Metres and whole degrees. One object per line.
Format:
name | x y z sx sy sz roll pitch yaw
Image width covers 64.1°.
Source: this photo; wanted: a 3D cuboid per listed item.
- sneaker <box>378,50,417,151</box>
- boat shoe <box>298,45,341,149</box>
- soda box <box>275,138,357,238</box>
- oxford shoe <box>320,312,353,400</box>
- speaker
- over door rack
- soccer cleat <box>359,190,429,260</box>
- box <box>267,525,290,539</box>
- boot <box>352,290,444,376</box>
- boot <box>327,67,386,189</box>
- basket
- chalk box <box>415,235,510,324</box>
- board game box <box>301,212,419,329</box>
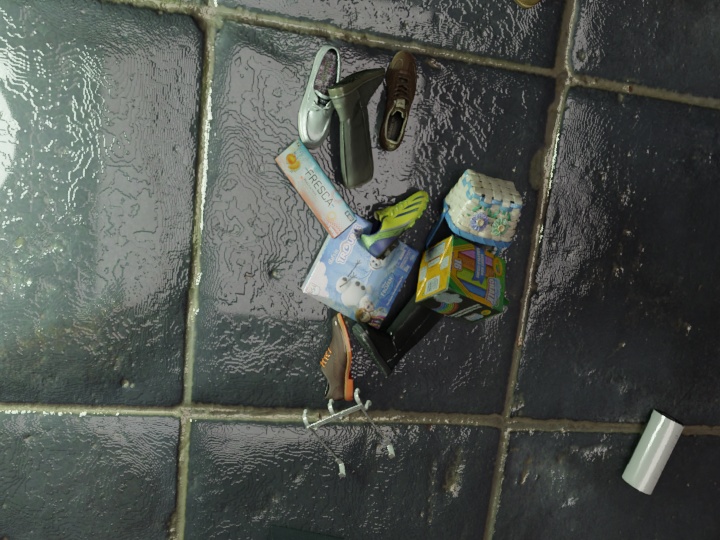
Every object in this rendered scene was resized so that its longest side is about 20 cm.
sneaker | 0.085 -0.350 1.191 0.068 0.076 0.207 7 100 -13
boat shoe | -0.081 -0.350 1.158 0.068 0.072 0.208 10 99 -13
soda box | -0.089 -0.165 1.176 0.068 0.064 0.202 -36 93 2
oxford shoe | -0.056 0.197 1.277 0.070 0.071 0.208 -4 103 -7
speaker | 0.761 0.473 1.497 0.079 0.081 0.206 20 97 -15
over door rack | -0.027 0.364 1.307 0.144 0.067 0.203 -23 118 11
soccer cleat | 0.075 -0.112 1.218 0.084 0.065 0.201 42 65 -3
box | -0.140 0.727 1.347 0.194 0.104 0.188 17 99 -15
boot | 0.088 0.108 1.256 0.199 0.065 0.166 -43 133 -11
boot | 0.007 -0.295 1.182 0.181 0.071 0.205 -39 124 -36
basket | 0.248 -0.103 1.253 0.170 0.142 0.203 9 134 -12
chalk box | 0.235 0.031 1.248 0.195 0.124 0.128 22 64 -24
board game box | 0.000 0.000 1.261 0.195 0.043 0.204 28 94 -15
